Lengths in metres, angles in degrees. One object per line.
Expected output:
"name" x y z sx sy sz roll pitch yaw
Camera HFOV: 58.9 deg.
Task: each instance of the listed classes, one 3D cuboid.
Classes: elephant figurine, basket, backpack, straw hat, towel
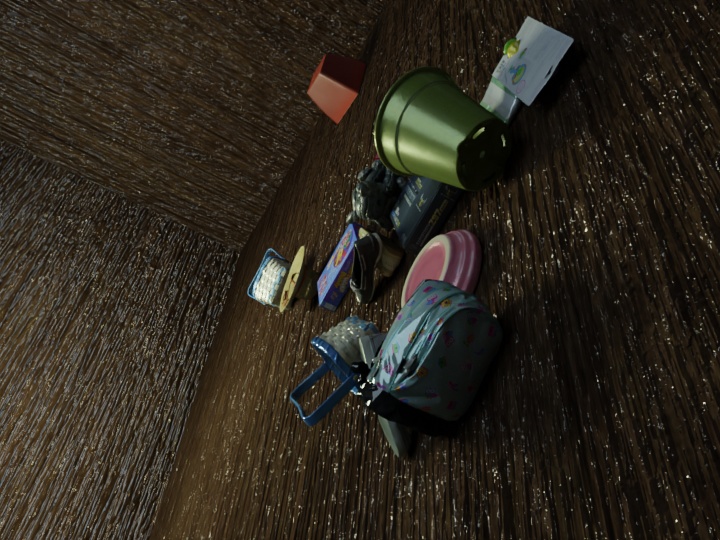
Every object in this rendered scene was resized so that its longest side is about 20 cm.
"elephant figurine" 0.026 -0.152 1.431 0.140 0.156 0.201 -22 24 36
"basket" -0.291 0.037 2.125 0.199 0.138 0.179 31 96 42
"backpack" 0.103 0.119 0.881 0.126 0.166 0.202 32 94 53
"straw hat" -0.164 0.038 1.872 0.201 0.084 0.205 -160 89 -76
"towel" 0.228 -0.263 1.198 0.202 0.030 0.150 -60 17 19
"basket" -0.037 0.184 1.143 0.199 0.140 0.176 -37 14 -10

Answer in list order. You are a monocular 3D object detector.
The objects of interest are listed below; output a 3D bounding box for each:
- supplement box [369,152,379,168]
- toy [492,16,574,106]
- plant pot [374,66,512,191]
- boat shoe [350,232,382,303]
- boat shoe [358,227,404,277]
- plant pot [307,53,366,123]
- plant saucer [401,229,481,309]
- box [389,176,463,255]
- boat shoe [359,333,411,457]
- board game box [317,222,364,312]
"supplement box" 0.079 -0.286 1.621 0.203 0.060 0.109 -66 18 3
"toy" 0.296 -0.350 1.077 0.116 0.047 0.201 -58 25 23
"plant pot" 0.156 -0.227 1.102 0.190 0.198 0.202 40 106 46
"boat shoe" 0.000 0.000 1.358 0.067 0.056 0.202 59 152 35
"boat shoe" 0.035 -0.046 1.408 0.064 0.072 0.200 -68 20 10
"plant pot" -0.110 -0.783 2.671 0.200 0.174 0.203 -44 27 49
"plant saucer" 0.128 0.019 1.080 0.202 0.050 0.202 -54 20 30
"box" 0.128 -0.138 1.292 0.159 0.050 0.201 -59 18 19
"boat shoe" 0.054 0.188 1.011 0.070 0.070 0.204 89 165 -60
"board game box" -0.046 -0.012 1.649 0.202 0.044 0.135 -60 18 19
